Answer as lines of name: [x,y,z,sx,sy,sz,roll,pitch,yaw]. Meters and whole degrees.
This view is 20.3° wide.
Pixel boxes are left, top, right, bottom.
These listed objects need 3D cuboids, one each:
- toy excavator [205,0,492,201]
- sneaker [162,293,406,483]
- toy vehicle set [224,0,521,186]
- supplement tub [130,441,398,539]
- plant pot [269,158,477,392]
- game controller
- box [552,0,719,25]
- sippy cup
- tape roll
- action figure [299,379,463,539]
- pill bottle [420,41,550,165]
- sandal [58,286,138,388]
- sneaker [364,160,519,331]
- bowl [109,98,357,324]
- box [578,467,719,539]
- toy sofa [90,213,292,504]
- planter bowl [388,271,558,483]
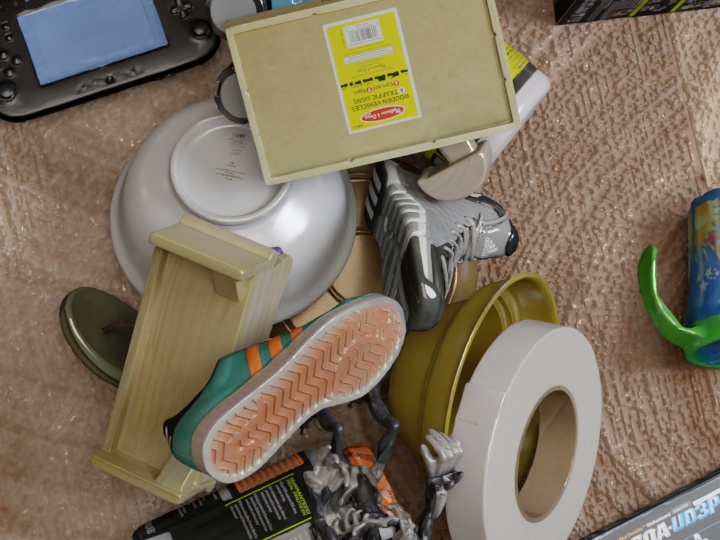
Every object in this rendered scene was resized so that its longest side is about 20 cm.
toy excavator: [-0.005,-0.148,1.536,0.198,0.100,0.196,-1,109,14]
sneaker: [-0.058,0.073,1.445,0.199,0.080,0.072,-34,121,-27]
toy vehicle set: [0.010,-0.145,1.484,0.198,0.027,0.125,-12,109,3]
supplement tub: [-0.068,0.217,1.557,0.199,0.123,0.123,-24,86,-8]
plant pot: [0.000,0.000,1.639,0.198,0.027,0.202,1,83,-7]
game controller: [-0.217,-0.192,1.629,0.199,0.042,0.105,-19,86,-9]
box: [0.248,-0.249,1.608,0.159,0.200,0.045,-8,84,-6]
sippy cup: [0.321,0.000,1.630,0.177,0.139,0.131,13,65,-48]
tape roll: [0.129,0.138,1.557,0.037,0.203,0.204,12,80,30]
action figure: [0.008,0.153,1.468,0.118,0.102,0.201,-8,56,-20]
pill bottle: [0.045,-0.170,1.618,0.200,0.112,0.113,39,81,3]
sandal: [-0.145,0.069,1.584,0.200,0.080,0.057,32,125,-9]
sneaker: [0.074,-0.019,1.554,0.115,0.201,0.075,9,123,-15]
bowl: [-0.100,-0.061,1.574,0.199,0.091,0.203,1,66,-2]
box: [0.272,0.261,1.629,0.199,0.046,0.160,-26,87,-9]
toy sofa: [-0.127,0.065,1.513,0.082,0.098,0.201,21,108,17]
planter bowl: [0.078,0.090,1.582,0.083,0.200,0.202,15,80,27]
